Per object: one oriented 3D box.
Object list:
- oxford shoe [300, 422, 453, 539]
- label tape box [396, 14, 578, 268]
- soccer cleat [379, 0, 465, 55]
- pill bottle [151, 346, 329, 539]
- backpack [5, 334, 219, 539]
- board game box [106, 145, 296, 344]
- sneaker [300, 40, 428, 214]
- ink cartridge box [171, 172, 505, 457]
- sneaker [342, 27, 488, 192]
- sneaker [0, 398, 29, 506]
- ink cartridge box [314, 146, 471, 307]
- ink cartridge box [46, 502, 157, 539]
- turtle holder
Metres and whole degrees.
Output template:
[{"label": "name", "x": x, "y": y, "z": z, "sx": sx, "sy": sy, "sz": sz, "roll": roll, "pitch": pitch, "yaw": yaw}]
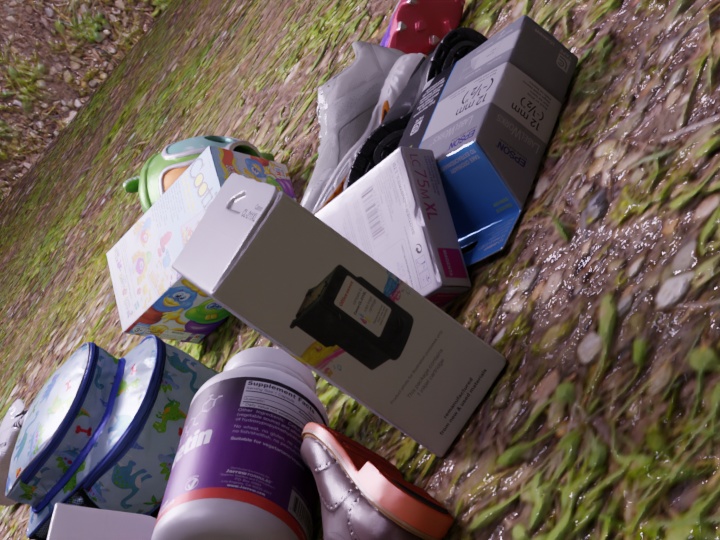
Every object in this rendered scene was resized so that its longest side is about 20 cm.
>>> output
[{"label": "oxford shoe", "x": -0.009, "y": 0.155, "z": 1.007, "sx": 0.073, "sy": 0.071, "sz": 0.200, "roll": -60, "pitch": 19, "yaw": -1}, {"label": "label tape box", "x": 0.082, "y": -0.089, "z": 1.209, "sx": 0.143, "sy": 0.066, "sz": 0.201, "roll": -28, "pitch": 31, "yaw": 53}, {"label": "soccer cleat", "x": 0.042, "y": -0.217, "z": 1.530, "sx": 0.201, "sy": 0.066, "sz": 0.076, "roll": -64, "pitch": 16, "yaw": -18}, {"label": "pill bottle", "x": -0.084, "y": 0.151, "z": 1.124, "sx": 0.112, "sy": 0.112, "sz": 0.201, "roll": -42, "pitch": 22, "yaw": 32}, {"label": "backpack", "x": -0.232, "y": 0.157, "z": 1.420, "sx": 0.200, "sy": 0.147, "sz": 0.184, "roll": -41, "pitch": 25, "yaw": 28}, {"label": "board game box", "x": -0.161, "y": -0.023, "z": 1.569, "sx": 0.200, "sy": 0.103, "sz": 0.105, "roll": -41, "pitch": 53, "yaw": 36}, {"label": "sneaker", "x": -0.014, "y": -0.130, "z": 1.431, "sx": 0.201, "sy": 0.092, "sz": 0.076, "roll": -59, "pitch": -23, "yaw": -18}, {"label": "ink cartridge box", "x": -0.020, "y": 0.028, "z": 1.043, "sx": 0.083, "sy": 0.200, "sz": 0.146, "roll": -55, "pitch": 19, "yaw": -4}, {"label": "sneaker", "x": 0.050, "y": -0.123, "z": 1.356, "sx": 0.200, "sy": 0.076, "sz": 0.091, "roll": -52, "pitch": 8, "yaw": -14}, {"label": "sneaker", "x": -0.400, "y": 0.193, "z": 1.866, "sx": 0.200, "sy": 0.075, "sz": 0.115, "roll": -48, "pitch": 22, "yaw": 29}, {"label": "ink cartridge box", "x": 0.000, "y": 0.000, "z": 1.208, "sx": 0.200, "sy": 0.042, "sz": 0.120, "roll": -34, "pitch": 62, "yaw": 42}, {"label": "ink cartridge box", "x": -0.208, "y": 0.295, "z": 1.109, "sx": 0.148, "sy": 0.085, "sz": 0.201, "roll": -102, "pitch": 23, "yaw": -67}, {"label": "turtle holder", "x": -0.162, "y": -0.084, "z": 1.715, "sx": 0.131, "sy": 0.185, "sz": 0.142, "roll": -29, "pitch": 64, "yaw": 26}]
